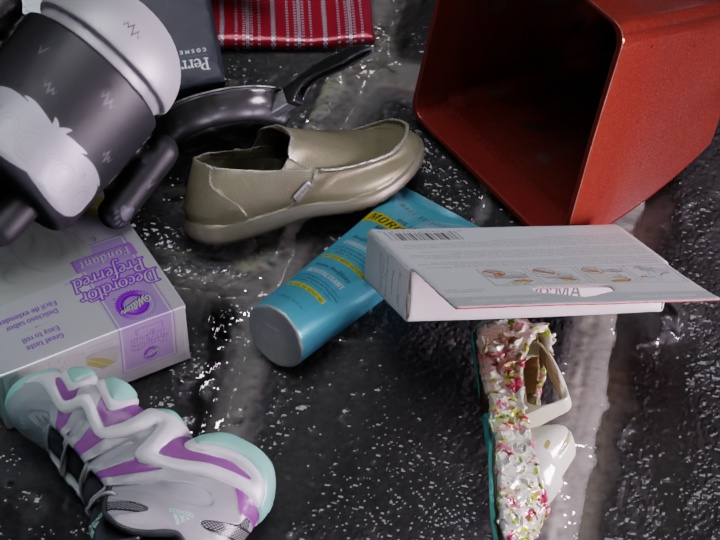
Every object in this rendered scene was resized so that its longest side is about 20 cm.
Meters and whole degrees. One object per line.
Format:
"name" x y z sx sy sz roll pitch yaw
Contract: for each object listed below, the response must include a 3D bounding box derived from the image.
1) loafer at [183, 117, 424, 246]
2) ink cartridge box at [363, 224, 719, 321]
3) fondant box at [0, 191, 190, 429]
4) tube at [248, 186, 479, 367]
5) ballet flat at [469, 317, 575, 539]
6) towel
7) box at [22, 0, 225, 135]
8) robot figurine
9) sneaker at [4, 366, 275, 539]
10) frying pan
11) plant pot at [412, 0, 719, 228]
"loafer" -0.042 -0.078 1.627 0.199 0.069 0.076 -21 29 -20
"ink cartridge box" 0.123 0.013 1.495 0.198 0.044 0.174 -2 20 -19
"fondant box" -0.229 0.007 1.558 0.143 0.059 0.200 -21 49 -21
"tube" 0.000 0.000 1.581 0.077 0.051 0.200 33 46 22
"ballet flat" 0.111 0.103 1.450 0.063 0.076 0.201 -11 45 8
"towel" -0.088 -0.238 1.834 0.198 0.023 0.145 -1 45 -1
"box" -0.217 -0.201 1.674 0.195 0.118 0.202 -10 75 -10
"robot figurine" -0.217 -0.110 1.528 0.124 0.150 0.200 32 76 32
"sneaker" -0.168 0.146 1.402 0.198 0.078 0.140 18 46 17
"frying pan" -0.068 -0.123 1.650 0.188 0.115 0.031 -13 77 8
"plant pot" 0.181 -0.165 1.653 0.175 0.201 0.200 -15 45 -32
